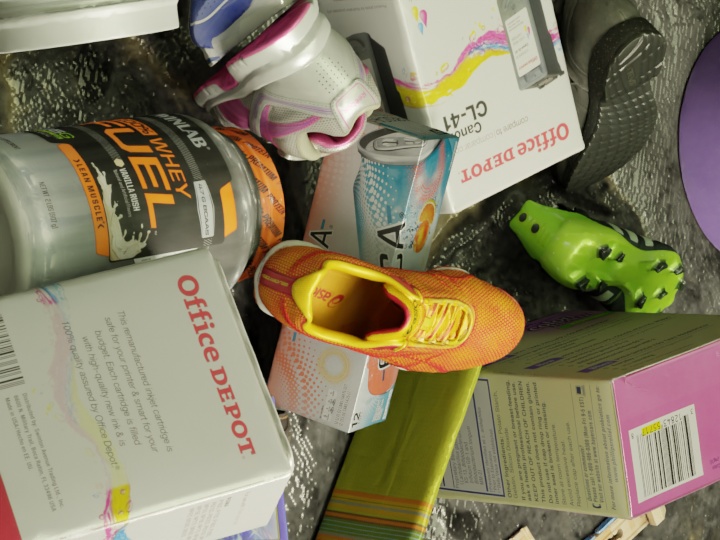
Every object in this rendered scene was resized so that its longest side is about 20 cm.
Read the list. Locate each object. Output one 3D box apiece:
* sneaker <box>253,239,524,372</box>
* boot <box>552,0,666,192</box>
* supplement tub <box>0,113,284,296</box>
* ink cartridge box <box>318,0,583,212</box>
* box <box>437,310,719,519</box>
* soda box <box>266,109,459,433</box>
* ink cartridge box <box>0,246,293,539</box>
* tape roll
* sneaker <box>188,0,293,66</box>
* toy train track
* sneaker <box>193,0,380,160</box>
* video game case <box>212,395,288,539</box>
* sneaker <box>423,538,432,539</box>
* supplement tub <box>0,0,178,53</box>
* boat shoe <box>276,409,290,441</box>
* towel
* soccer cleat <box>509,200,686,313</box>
[{"bbox_3d":[0.026,0.032,1.515,0.199,0.077,0.073,9,101,-36],"label":"sneaker"},{"bbox_3d":[0.154,-0.156,1.756,0.068,0.200,0.131,-24,63,-19],"label":"boot"},{"bbox_3d":[-0.150,-0.028,1.461,0.200,0.122,0.123,-12,99,-42],"label":"supplement tub"},{"bbox_3d":[0.058,-0.154,1.664,0.147,0.085,0.201,-26,107,-39],"label":"ink cartridge box"},{"bbox_3d":[0.163,0.095,1.694,0.176,0.200,0.097,-17,103,-41],"label":"box"},{"bbox_3d":[0.000,0.000,1.587,0.064,0.068,0.201,-13,119,-65],"label":"soda box"},{"bbox_3d":[-0.156,0.087,1.337,0.199,0.086,0.148,-12,67,-21],"label":"ink cartridge box"},{"bbox_3d":[0.346,-0.102,1.937,0.200,0.085,0.201,0,90,-43],"label":"tape roll"},{"bbox_3d":[-0.095,-0.208,1.509,0.115,0.080,0.200,48,19,-17],"label":"sneaker"},{"bbox_3d":[0.169,0.222,1.815,0.200,0.032,0.115,-37,114,-37],"label":"toy train track"},{"bbox_3d":[-0.042,-0.105,1.514,0.081,0.200,0.088,-42,96,-8],"label":"sneaker"},{"bbox_3d":[-0.131,0.169,1.376,0.181,0.045,0.201,0,63,-13],"label":"video game case"},{"bbox_3d":[0.001,0.271,1.639,0.200,0.075,0.085,-48,119,-20],"label":"sneaker"},{"bbox_3d":[-0.178,-0.232,1.417,0.145,0.145,0.201,-14,100,-41],"label":"supplement tub"},{"bbox_3d":[-0.121,0.078,1.522,0.200,0.074,0.074,10,84,-43],"label":"boat shoe"},{"bbox_3d":[0.026,0.130,1.647,0.018,0.086,0.201,38,66,-44],"label":"towel"},{"bbox_3d":[0.177,-0.011,1.798,0.068,0.081,0.200,-53,150,8],"label":"soccer cleat"}]
